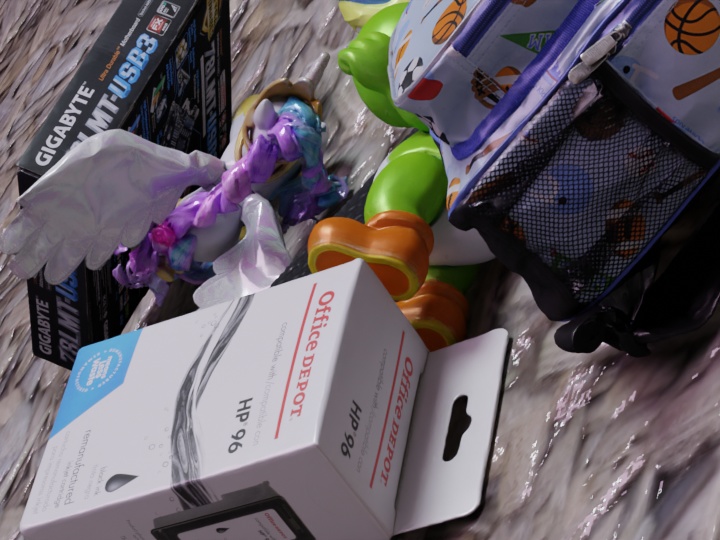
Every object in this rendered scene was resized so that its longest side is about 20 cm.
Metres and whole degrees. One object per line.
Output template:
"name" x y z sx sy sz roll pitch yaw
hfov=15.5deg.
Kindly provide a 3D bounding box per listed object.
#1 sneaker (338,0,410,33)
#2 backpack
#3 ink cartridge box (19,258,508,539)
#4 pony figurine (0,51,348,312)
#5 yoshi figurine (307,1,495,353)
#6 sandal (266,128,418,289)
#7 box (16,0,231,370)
"sneaker" 0.034 -0.230 1.513 0.201 0.105 0.076 -62 19 -13
"backpack" 0.107 -0.094 1.054 0.190 0.154 0.200 -42 18 12
"ink cartridge box" -0.041 0.069 1.167 0.199 0.068 0.116 -18 38 27
"pony figurine" -0.083 -0.032 1.462 0.193 0.166 0.200 -52 2 -7
"yoshi figurine" 0.024 -0.056 1.260 0.112 0.112 0.201 -44 18 52
"sandal" 0.000 0.000 1.341 0.200 0.045 0.075 -49 20 -22
"box" -0.138 -0.068 1.603 0.200 0.049 0.199 94 -160 -56
